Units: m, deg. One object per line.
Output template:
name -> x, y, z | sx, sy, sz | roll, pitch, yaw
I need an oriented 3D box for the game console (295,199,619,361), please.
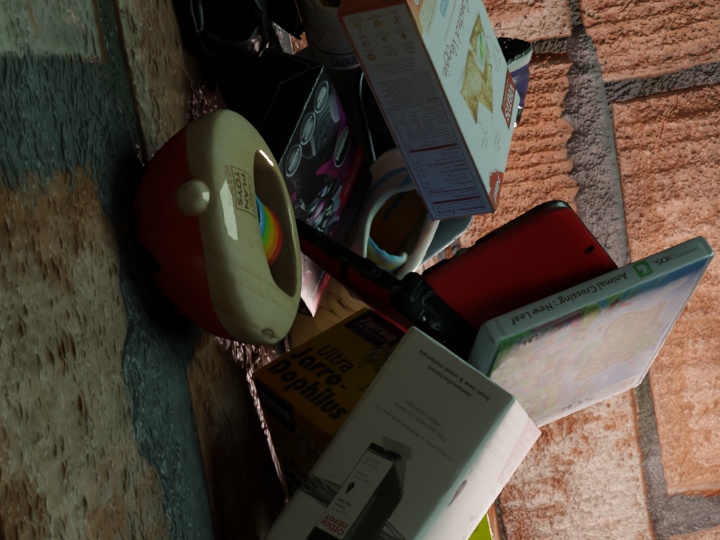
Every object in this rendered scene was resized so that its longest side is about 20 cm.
game console -> 0.074, -0.003, 1.142 | 0.119, 0.172, 0.200 | -56, 148, -4

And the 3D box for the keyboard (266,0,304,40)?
keyboard -> -0.085, -0.246, 1.234 | 0.200, 0.021, 0.128 | -132, -157, -70

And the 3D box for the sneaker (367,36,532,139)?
sneaker -> 0.083, -0.129, 1.366 | 0.200, 0.075, 0.088 | -29, 126, -43

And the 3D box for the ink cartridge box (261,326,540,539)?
ink cartridge box -> 0.020, 0.152, 1.027 | 0.200, 0.083, 0.147 | -55, 161, -4

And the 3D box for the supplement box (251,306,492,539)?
supplement box -> 0.013, 0.149, 1.185 | 0.109, 0.109, 0.201 | 30, -38, 49

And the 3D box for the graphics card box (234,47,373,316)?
graphics card box -> -0.050, -0.058, 1.160 | 0.200, 0.051, 0.126 | 62, 49, -66

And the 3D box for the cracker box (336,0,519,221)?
cracker box -> 0.056, -0.154, 1.183 | 0.134, 0.057, 0.200 | -75, 149, -42

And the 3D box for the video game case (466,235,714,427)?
video game case -> 0.151, 0.063, 1.172 | 0.022, 0.181, 0.200 | 60, -21, 25

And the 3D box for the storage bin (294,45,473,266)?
storage bin -> -0.002, -0.111, 1.427 | 0.145, 0.134, 0.201 | -37, 124, -39

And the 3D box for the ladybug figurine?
ladybug figurine -> -0.084, -0.022, 0.953 | 0.200, 0.072, 0.137 | 56, 26, -74

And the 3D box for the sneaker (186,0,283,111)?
sneaker -> -0.089, -0.167, 1.148 | 0.104, 0.060, 0.201 | -95, 166, -67

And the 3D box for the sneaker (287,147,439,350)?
sneaker -> 0.000, 0.000, 1.279 | 0.201, 0.076, 0.081 | -64, -166, 13

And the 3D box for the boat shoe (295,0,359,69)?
boat shoe -> -0.035, -0.242, 1.203 | 0.070, 0.071, 0.201 | 85, -9, -54
